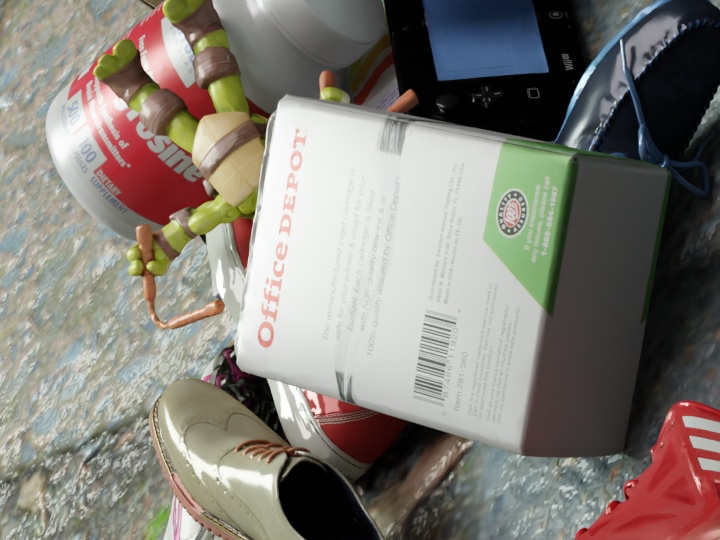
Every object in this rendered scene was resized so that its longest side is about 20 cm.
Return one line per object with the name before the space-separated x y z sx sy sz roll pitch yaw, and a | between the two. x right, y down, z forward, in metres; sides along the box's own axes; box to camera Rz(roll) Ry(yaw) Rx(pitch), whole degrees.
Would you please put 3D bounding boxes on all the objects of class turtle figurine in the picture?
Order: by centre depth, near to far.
turtle figurine | -0.065 -0.075 1.601 0.200 0.064 0.162 -41 70 21

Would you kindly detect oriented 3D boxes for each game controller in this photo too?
game controller | 0.068 -0.133 1.638 0.104 0.042 0.201 -12 39 3

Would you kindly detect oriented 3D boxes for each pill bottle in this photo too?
pill bottle | -0.083 -0.112 1.709 0.200 0.112 0.113 -37 34 30

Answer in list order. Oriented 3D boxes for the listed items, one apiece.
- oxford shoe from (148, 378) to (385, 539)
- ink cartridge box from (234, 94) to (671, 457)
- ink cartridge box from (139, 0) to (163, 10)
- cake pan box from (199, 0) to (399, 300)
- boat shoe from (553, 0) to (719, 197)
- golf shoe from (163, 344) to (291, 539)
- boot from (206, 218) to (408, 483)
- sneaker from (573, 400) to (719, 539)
oxford shoe | -0.040 0.110 1.507 0.200 0.071 0.074 43 140 34
ink cartridge box | 0.042 0.000 1.449 0.199 0.084 0.147 15 97 42
ink cartridge box | -0.089 -0.277 2.016 0.165 0.075 0.201 -45 32 21
cake pan box | -0.018 -0.084 1.750 0.200 0.052 0.185 -41 31 25
boat shoe | 0.135 -0.043 1.477 0.201 0.084 0.069 -63 33 22
golf shoe | -0.080 0.128 1.608 0.092 0.072 0.201 -37 35 32
boot | 0.000 0.000 1.600 0.144 0.072 0.201 -43 50 19
sneaker | 0.124 0.132 1.326 0.199 0.078 0.116 -20 36 29
